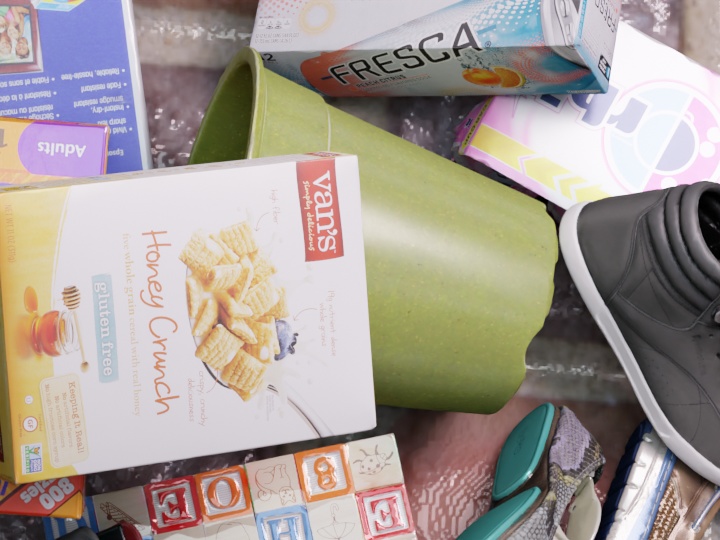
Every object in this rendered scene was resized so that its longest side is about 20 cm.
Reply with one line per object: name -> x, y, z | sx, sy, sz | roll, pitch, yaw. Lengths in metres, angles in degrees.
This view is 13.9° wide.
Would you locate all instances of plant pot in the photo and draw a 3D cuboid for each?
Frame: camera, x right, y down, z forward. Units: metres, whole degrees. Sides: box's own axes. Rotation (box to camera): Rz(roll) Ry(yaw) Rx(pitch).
plant pot -> 0.000, 0.000, 1.617 | 0.190, 0.200, 0.201 | 16, 78, -13

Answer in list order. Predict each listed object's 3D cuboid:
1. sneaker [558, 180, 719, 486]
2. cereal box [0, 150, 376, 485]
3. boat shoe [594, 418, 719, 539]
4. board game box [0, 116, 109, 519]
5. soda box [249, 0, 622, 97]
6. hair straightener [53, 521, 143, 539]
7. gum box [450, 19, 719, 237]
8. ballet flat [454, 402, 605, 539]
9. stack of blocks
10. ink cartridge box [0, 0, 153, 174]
sneaker -> 0.198, 0.036, 1.607 | 0.200, 0.099, 0.071 | 56, 43, -15
cereal box -> -0.090, 0.021, 1.464 | 0.200, 0.040, 0.144 | -8, 98, -27
boat shoe -> 0.155, 0.185, 1.632 | 0.072, 0.072, 0.200 | 22, 78, 0
board game box -> -0.238, 0.016, 1.554 | 0.199, 0.200, 0.201 | 4, 91, -6
soda box -> 0.041, -0.139, 1.651 | 0.200, 0.064, 0.069 | 0, 68, 25
hair straightener -> -0.212, 0.176, 1.575 | 0.200, 0.077, 0.041 | -18, 80, 29
gum box -> 0.159, -0.065, 1.684 | 0.200, 0.066, 0.114 | 29, 78, 2
ballet flat -> 0.094, 0.140, 1.594 | 0.072, 0.200, 0.072 | 8, 117, 16
stack of blocks -> -0.067, 0.168, 1.628 | 0.200, 0.059, 0.115 | -11, 80, -6
ink cartridge box -> -0.221, -0.089, 1.674 | 0.197, 0.047, 0.201 | -7, 94, -5
